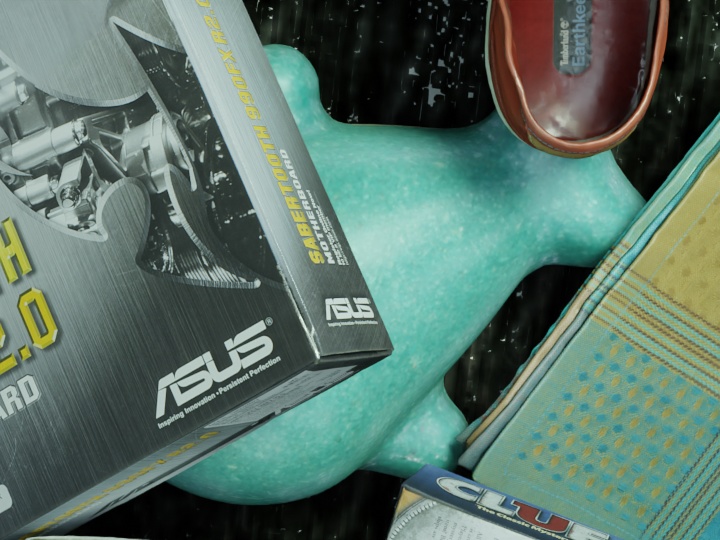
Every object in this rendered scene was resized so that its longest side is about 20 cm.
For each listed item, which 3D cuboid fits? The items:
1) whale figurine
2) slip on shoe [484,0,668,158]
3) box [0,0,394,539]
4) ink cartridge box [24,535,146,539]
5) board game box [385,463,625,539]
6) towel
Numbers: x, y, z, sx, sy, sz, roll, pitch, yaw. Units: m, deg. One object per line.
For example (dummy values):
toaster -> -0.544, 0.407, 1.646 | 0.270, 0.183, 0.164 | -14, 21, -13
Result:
whale figurine -> 0.000, 0.000, 0.791 | 0.200, 0.104, 0.159 | -22, 99, -1
slip on shoe -> 0.067, -0.128, 0.725 | 0.074, 0.061, 0.201 | -1, 108, -2
box -> -0.106, -0.002, 0.739 | 0.200, 0.048, 0.159 | -29, 78, 27
ink cartridge box -> -0.089, 0.200, 0.744 | 0.083, 0.147, 0.200 | 8, 126, -36
board game box -> 0.048, 0.177, 0.730 | 0.135, 0.035, 0.200 | 21, 102, 12
towel -> 0.142, 0.020, 0.820 | 0.147, 0.022, 0.200 | 35, 95, -29
